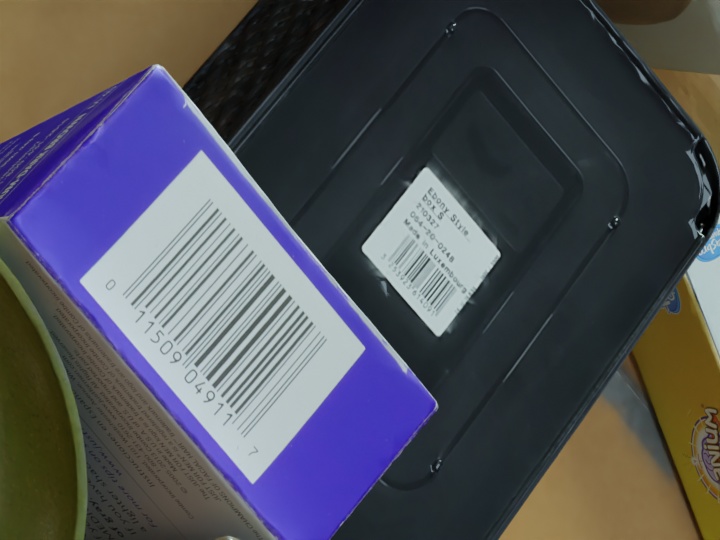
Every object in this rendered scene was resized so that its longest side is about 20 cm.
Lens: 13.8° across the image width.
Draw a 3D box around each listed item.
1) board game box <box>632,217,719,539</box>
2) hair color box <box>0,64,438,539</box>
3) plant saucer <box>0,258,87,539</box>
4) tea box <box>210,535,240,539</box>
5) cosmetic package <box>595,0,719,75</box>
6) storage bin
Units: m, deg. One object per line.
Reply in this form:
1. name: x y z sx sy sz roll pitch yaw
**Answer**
1. board game box: 0.179 0.058 1.027 0.153 0.040 0.201 -22 92 -36
2. hair color box: -0.083 0.029 0.755 0.109 0.200 0.065 51 55 -14
3. plant saucer: -0.162 0.048 0.671 0.199 0.031 0.201 -4 115 -9
4. tea box: -0.022 0.200 0.708 0.196 0.133 0.201 31 63 -24
5. cosmetic package: 0.082 -0.162 0.930 0.106 0.071 0.200 -67 151 -28
6. storage bin: 0.000 0.000 0.886 0.135 0.094 0.200 49 57 -16
